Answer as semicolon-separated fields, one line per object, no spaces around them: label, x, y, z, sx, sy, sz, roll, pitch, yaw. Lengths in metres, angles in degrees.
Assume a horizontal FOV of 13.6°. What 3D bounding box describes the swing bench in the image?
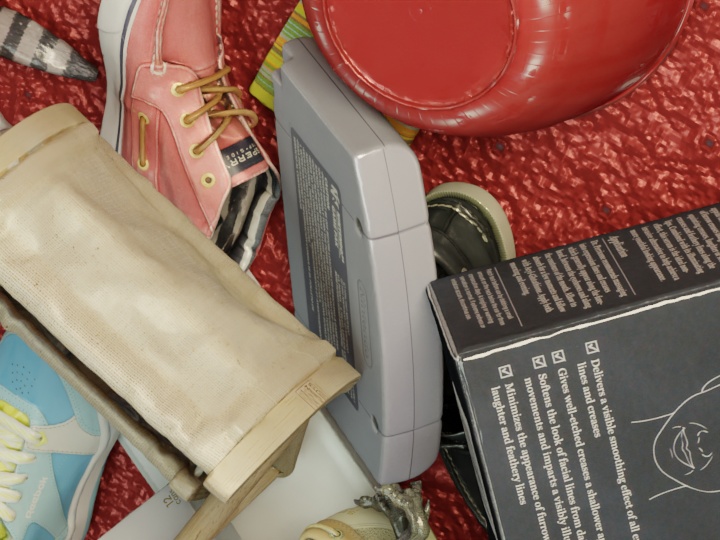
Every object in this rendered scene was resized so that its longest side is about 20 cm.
swing bench;-0.117;0.036;1.493;0.199;0.130;0.200;44;152;5

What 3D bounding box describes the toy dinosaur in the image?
toy dinosaur;0.023;0.149;1.476;0.200;0.047;0.089;-26;73;60

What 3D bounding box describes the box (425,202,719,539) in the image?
box;0.147;0.062;1.402;0.199;0.107;0.149;-15;110;-1

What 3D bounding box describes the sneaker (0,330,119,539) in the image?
sneaker;-0.201;0.115;1.641;0.079;0.130;0.201;32;136;23

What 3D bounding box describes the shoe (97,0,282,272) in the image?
shoe;-0.081;-0.085;1.516;0.091;0.071;0.201;35;136;24

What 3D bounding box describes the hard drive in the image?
hard drive;-0.068;0.089;1.639;0.132;0.026;0.200;-29;98;36

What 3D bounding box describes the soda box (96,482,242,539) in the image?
soda box;-0.062;0.211;1.576;0.064;0.068;0.200;-38;62;6

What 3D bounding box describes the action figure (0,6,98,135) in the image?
action figure;-0.246;-0.118;1.585;0.193;0.105;0.201;22;99;23

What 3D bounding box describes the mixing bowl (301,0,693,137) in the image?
mixing bowl;0.047;-0.138;1.390;0.199;0.108;0.201;12;121;20

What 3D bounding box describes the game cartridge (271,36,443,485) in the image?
game cartridge;0.000;0.000;1.488;0.133;0.041;0.201;48;150;48

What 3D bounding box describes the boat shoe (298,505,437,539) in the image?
boat shoe;0.038;0.212;1.554;0.073;0.063;0.201;-40;74;44

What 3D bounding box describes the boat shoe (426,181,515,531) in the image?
boat shoe;0.055;0.059;1.530;0.074;0.066;0.200;5;117;27

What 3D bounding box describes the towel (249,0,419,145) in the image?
towel;0.022;-0.136;1.480;0.086;0.018;0.200;36;126;4
